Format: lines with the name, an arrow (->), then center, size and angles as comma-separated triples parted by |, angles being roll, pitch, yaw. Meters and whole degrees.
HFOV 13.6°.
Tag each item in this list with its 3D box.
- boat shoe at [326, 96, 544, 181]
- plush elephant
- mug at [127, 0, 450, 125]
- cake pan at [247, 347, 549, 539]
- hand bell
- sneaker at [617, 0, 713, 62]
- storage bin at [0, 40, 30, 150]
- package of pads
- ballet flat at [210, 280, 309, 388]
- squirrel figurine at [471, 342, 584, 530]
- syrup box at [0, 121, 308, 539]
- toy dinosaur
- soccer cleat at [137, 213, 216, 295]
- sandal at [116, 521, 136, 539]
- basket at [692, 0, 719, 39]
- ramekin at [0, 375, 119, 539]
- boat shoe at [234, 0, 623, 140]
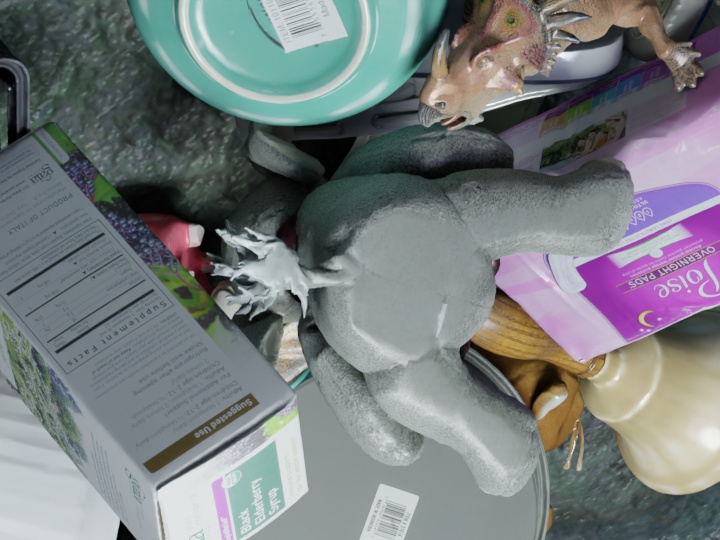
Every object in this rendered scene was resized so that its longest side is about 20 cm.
boat shoe -> 0.031, -0.064, 1.559 | 0.072, 0.061, 0.201 | 39, 112, -4
plush elephant -> 0.000, 0.000, 1.421 | 0.199, 0.155, 0.166 | 12, 97, -23
mug -> -0.047, -0.148, 1.368 | 0.184, 0.115, 0.152 | 20, 125, -8
cake pan -> 0.008, 0.128, 1.600 | 0.199, 0.037, 0.201 | -2, 100, -11
hand bell -> 0.114, 0.042, 1.581 | 0.200, 0.104, 0.104 | 24, 120, -42
sneaker -> 0.199, -0.189, 1.462 | 0.111, 0.077, 0.201 | 10, 102, -31
storage bin -> -0.258, -0.044, 1.374 | 0.200, 0.094, 0.136 | -29, 147, -27
package of pads -> 0.154, -0.039, 1.467 | 0.200, 0.076, 0.120 | -26, 124, 36
ballet flat -> -0.036, 0.021, 1.534 | 0.200, 0.068, 0.067 | -36, 102, 7
squirrel figurine -> 0.034, 0.105, 1.675 | 0.200, 0.142, 0.187 | 21, 115, -41
syrup box -> -0.112, 0.035, 1.358 | 0.081, 0.200, 0.079 | -33, 149, -18
toy dinosaur -> 0.090, -0.157, 1.376 | 0.086, 0.201, 0.135 | -6, 164, 34
soccer cleat -> -0.104, 0.039, 1.609 | 0.076, 0.067, 0.200 | 4, 145, 15
sandal -> -0.119, 0.124, 1.574 | 0.075, 0.200, 0.045 | -39, 117, 14
basket -> 0.231, -0.066, 1.580 | 0.176, 0.139, 0.200 | 29, 110, -37
ramekin -> -0.206, 0.123, 1.545 | 0.097, 0.201, 0.201 | 17, 125, -26
boat shoe -> 0.032, -0.095, 1.485 | 0.199, 0.074, 0.066 | 1, 121, 13
